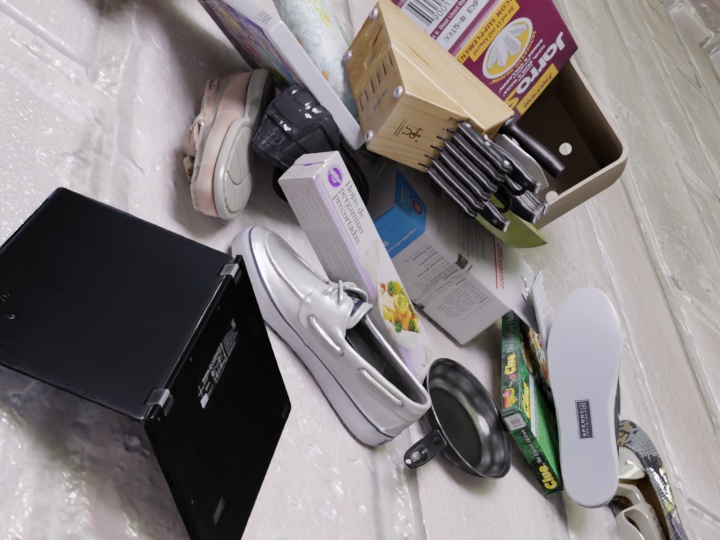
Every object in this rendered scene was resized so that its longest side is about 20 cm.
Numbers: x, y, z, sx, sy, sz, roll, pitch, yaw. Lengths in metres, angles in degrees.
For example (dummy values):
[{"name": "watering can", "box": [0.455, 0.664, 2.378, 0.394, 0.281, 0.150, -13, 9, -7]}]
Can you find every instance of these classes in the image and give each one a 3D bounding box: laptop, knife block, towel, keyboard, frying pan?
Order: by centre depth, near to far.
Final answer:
[{"name": "laptop", "box": [-0.142, 0.066, 0.730, 0.188, 0.115, 0.201, -69, 147, -58]}, {"name": "frying pan", "box": [0.081, 0.146, 0.961, 0.115, 0.031, 0.190, 49, 28, -13]}, {"name": "knife block", "box": [0.084, -0.127, 0.982, 0.175, 0.064, 0.201, 18, 37, -28]}, {"name": "keyboard", "box": [0.188, 0.103, 1.109, 0.056, 0.011, 0.201, -56, 134, -70]}, {"name": "towel", "box": [-0.026, -0.195, 1.117, 0.172, 0.048, 0.200, 62, 7, 11]}]

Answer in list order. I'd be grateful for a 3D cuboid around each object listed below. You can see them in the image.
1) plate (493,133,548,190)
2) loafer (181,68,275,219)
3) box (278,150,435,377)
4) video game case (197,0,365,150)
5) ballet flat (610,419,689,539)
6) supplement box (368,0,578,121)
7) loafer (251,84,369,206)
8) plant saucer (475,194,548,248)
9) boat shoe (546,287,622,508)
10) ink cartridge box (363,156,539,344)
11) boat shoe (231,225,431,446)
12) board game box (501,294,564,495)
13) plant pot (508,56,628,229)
[{"name": "plate", "box": [0.090, -0.143, 1.102, 0.199, 0.032, 0.200, 41, 6, 11]}, {"name": "loafer", "box": [-0.114, -0.103, 0.931, 0.200, 0.062, 0.072, -77, 167, -55]}, {"name": "box", "box": [0.000, 0.000, 0.917, 0.039, 0.041, 0.201, -49, 123, -38]}, {"name": "video game case", "box": [-0.081, -0.190, 0.985, 0.200, 0.018, 0.143, 43, -6, 46]}, {"name": "ballet flat", "box": [0.272, 0.228, 1.133, 0.072, 0.072, 0.201, 27, 35, -40]}, {"name": "supplement box", "box": [0.114, -0.230, 1.119, 0.103, 0.131, 0.200, 42, 7, 24]}, {"name": "loafer", "box": [-0.044, -0.086, 0.977, 0.068, 0.070, 0.201, 45, -4, 22]}, {"name": "plant saucer", "box": [0.098, -0.086, 1.104, 0.200, 0.031, 0.200, 42, 10, -9]}, {"name": "boat shoe", "box": [0.210, 0.118, 1.074, 0.057, 0.068, 0.201, 30, 60, -75]}, {"name": "ink cartridge box", "box": [0.082, -0.013, 1.110, 0.200, 0.068, 0.116, 41, 29, -22]}, {"name": "boat shoe", "box": [-0.019, 0.039, 0.894, 0.200, 0.065, 0.074, 52, 27, -4]}, {"name": "board game box", "box": [0.166, 0.111, 1.120, 0.105, 0.023, 0.200, 62, 21, -26]}, {"name": "plant pot", "box": [0.178, -0.136, 1.285, 0.201, 0.199, 0.177, 63, 14, 18]}]
